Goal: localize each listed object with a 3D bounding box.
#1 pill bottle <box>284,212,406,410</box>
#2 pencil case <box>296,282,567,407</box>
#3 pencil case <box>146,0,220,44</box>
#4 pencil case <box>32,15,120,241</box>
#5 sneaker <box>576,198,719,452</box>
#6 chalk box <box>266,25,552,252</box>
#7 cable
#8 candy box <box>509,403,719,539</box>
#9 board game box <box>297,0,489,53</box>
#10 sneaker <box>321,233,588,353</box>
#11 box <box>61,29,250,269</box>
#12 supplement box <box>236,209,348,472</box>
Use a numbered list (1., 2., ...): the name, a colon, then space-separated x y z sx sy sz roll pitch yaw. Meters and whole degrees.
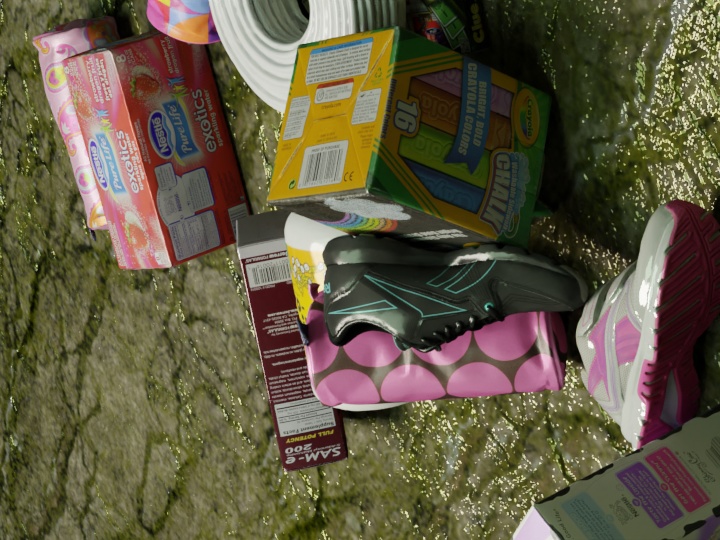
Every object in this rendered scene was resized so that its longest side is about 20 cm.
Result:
1. pill bottle: 0.000 0.000 1.577 0.112 0.112 0.202 12 117 49
2. pencil case: 0.056 0.050 1.483 0.091 0.198 0.095 45 -137 -77
3. pencil case: -0.128 -0.287 1.619 0.088 0.088 0.201 42 137 32
4. pencil case: -0.243 -0.136 1.848 0.087 0.087 0.202 -2 107 53
5. sneaker: 0.193 0.032 1.371 0.088 0.081 0.201 36 133 34
6. chalk box: 0.053 -0.082 1.429 0.124 0.199 0.125 -3 72 51
7. cable: -0.044 -0.218 1.521 0.200 0.069 0.201 -28 85 55
8. candy box: 0.178 0.197 1.373 0.072 0.199 0.168 50 140 22
9. board game box: 0.017 -0.215 1.521 0.199 0.023 0.106 3 108 52
10. sneaker: 0.066 0.023 1.415 0.198 0.075 0.080 3 75 21
11. box: -0.181 -0.110 1.766 0.095 0.099 0.202 -1 107 52
12. supplement box: -0.059 0.057 1.687 0.109 0.060 0.202 -104 4 -75
